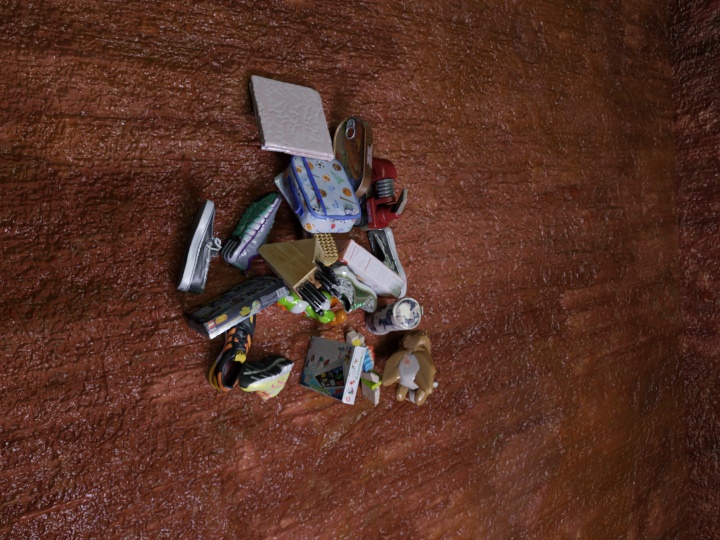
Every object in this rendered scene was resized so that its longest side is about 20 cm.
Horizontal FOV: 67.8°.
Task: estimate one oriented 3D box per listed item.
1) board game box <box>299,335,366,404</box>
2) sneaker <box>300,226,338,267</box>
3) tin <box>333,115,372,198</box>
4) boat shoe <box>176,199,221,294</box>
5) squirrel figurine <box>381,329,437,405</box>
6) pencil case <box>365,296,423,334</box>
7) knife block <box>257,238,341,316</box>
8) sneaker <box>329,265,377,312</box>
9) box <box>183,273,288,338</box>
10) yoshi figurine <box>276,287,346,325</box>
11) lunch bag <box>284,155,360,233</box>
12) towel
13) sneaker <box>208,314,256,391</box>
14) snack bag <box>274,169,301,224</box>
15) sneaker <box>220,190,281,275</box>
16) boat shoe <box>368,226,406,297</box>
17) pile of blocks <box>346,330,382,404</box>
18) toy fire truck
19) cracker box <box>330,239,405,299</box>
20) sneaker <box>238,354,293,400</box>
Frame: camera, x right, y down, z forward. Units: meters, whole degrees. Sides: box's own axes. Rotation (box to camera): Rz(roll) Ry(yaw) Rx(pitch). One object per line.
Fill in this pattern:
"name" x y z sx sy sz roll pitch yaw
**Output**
"board game box" -0.070 0.232 1.278 0.034 0.198 0.129 20 80 -35
"sneaker" -0.120 -0.096 1.304 0.074 0.090 0.204 -2 70 -38
"tin" -0.021 -0.279 1.335 0.041 0.110 0.205 7 85 -52
"boat shoe" -0.339 -0.049 1.162 0.067 0.073 0.204 17 81 -29
"squirrel figurine" 0.156 0.267 1.460 0.187 0.138 0.204 54 39 -53
"pencil case" 0.086 0.120 1.385 0.088 0.199 0.080 -16 85 -24
"knife block" -0.138 0.022 1.177 0.064 0.195 0.179 64 25 -53
"sneaker" -0.025 0.070 1.326 0.200 0.075 0.090 43 48 -45
"box" -0.272 0.072 1.172 0.198 0.136 0.041 -31 111 -31
"yoshi figurine" -0.110 0.065 1.285 0.198 0.111 0.114 19 90 -45
"lunch bag" -0.092 -0.179 1.256 0.158 0.076 0.203 -2 57 -38
"towel" -0.162 -0.357 1.266 0.187 0.032 0.204 1 65 -34
"sneaker" -0.272 0.173 1.201 0.069 0.089 0.204 26 76 -31
"snack bag" -0.103 -0.197 1.360 0.188 0.021 0.202 -44 117 -26
"sneaker" -0.239 -0.089 1.248 0.202 0.074 0.088 -55 136 -15
"boat shoe" 0.067 -0.018 1.456 0.063 0.070 0.205 -19 93 -33
"pile of blocks" 0.025 0.247 1.416 0.061 0.081 0.204 -26 104 -31
"toy fire truck" 0.059 -0.200 1.345 0.127 0.197 0.181 -7 92 -52
"cracker box" 0.000 0.000 1.365 0.199 0.133 0.059 37 70 -29
"sneaker" -0.214 0.255 1.213 0.199 0.077 0.092 2 105 -70
